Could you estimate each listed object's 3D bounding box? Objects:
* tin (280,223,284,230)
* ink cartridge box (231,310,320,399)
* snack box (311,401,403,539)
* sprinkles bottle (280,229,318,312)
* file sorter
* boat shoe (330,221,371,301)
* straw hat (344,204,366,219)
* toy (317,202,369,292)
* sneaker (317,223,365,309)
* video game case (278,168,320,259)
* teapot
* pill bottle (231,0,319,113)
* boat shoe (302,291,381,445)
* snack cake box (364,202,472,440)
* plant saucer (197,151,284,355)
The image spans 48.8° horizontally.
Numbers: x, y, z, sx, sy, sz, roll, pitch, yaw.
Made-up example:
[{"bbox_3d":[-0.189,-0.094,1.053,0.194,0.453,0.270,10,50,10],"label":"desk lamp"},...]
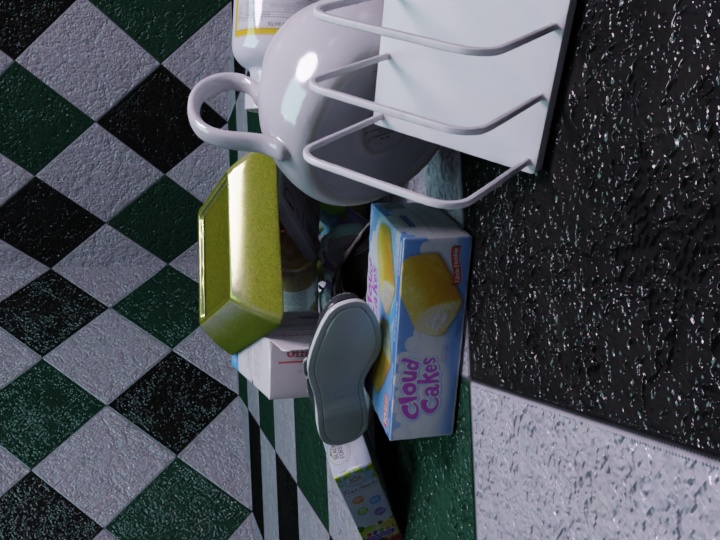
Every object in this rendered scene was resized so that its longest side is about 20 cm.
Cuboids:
[{"bbox_3d":[-0.108,-0.128,1.045,0.201,0.041,0.113,-94,15,-59],"label":"tin"},{"bbox_3d":[-0.069,0.097,0.911,0.200,0.115,0.069,-163,73,-65],"label":"ink cartridge box"},{"bbox_3d":[-0.012,0.220,0.981,0.200,0.053,0.143,-115,3,-55],"label":"snack box"},{"bbox_3d":[-0.089,0.030,1.077,0.201,0.068,0.069,92,168,-56],"label":"sprinkles bottle"},{"bbox_3d":[0.048,-0.160,0.500,0.138,0.124,0.202,22,123,27],"label":"file sorter"},{"bbox_3d":[0.000,0.000,0.875,0.067,0.057,0.200,54,140,19],"label":"boat shoe"},{"bbox_3d":[-0.051,-0.128,1.102,0.201,0.084,0.203,177,90,-76],"label":"straw hat"},{"bbox_3d":[-0.055,-0.023,1.091,0.115,0.047,0.201,36,141,18],"label":"toy"},{"bbox_3d":[-0.006,0.046,0.993,0.201,0.077,0.141,91,168,-55],"label":"sneaker"},{"bbox_3d":[-0.074,-0.135,0.964,0.143,0.018,0.202,61,-152,-59],"label":"video game case"},{"bbox_3d":[-0.020,-0.164,0.700,0.198,0.199,0.146,-52,57,14],"label":"teapot"},{"bbox_3d":[-0.072,-0.260,0.795,0.112,0.111,0.202,-154,66,-74],"label":"pill bottle"},{"bbox_3d":[-0.025,0.090,0.784,0.061,0.075,0.201,-114,25,-45],"label":"boat shoe"},{"bbox_3d":[0.049,0.045,0.765,0.115,0.067,0.202,-128,37,-65],"label":"snack cake box"},{"bbox_3d":[-0.143,-0.020,0.888,0.200,0.047,0.202,148,121,-61],"label":"plant saucer"}]
